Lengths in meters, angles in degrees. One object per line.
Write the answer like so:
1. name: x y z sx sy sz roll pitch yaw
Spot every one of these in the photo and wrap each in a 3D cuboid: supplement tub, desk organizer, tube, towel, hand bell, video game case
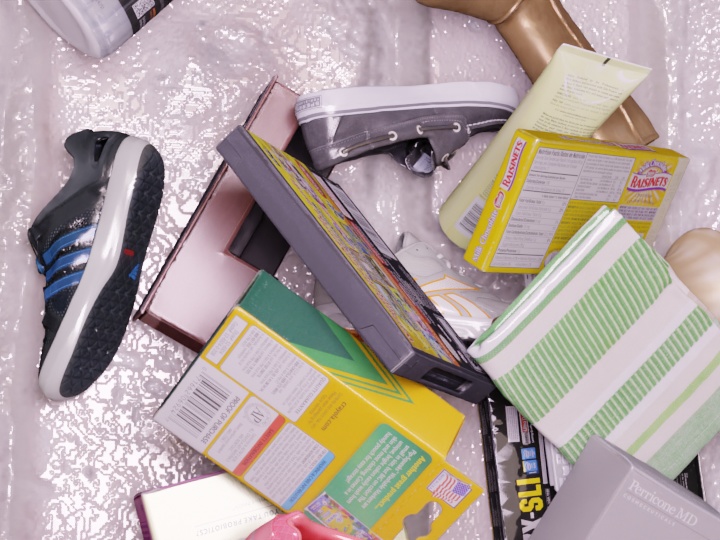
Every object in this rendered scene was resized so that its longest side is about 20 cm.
1. supplement tub: -0.158 -0.261 1.377 0.200 0.123 0.123 -43 91 -13
2. desk organizer: -0.083 -0.034 1.385 0.077 0.072 0.200 30 78 -7
3. tube: 0.127 -0.091 1.370 0.052 0.200 0.058 46 44 9
4. towel: 0.185 0.067 1.341 0.153 0.023 0.200 -46 118 0
5. hand bell: 0.179 0.031 1.373 0.199 0.104 0.104 -8 83 -31
6. video game case: 0.000 0.000 1.278 0.025 0.181 0.200 -41 69 9

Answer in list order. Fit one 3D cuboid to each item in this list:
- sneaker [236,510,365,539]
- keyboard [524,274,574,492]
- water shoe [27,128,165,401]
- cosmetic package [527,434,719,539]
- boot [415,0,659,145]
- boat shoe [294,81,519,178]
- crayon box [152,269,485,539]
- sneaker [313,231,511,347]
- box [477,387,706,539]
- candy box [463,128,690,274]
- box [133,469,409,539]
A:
1. sneaker: 0.005 0.226 1.236 0.200 0.087 0.074 32 37 -15
2. keyboard: 0.148 0.063 1.382 0.056 0.011 0.201 4 75 -41
3. water shoe: -0.205 -0.005 1.372 0.079 0.072 0.201 15 80 21
4. cosmetic package: 0.165 0.230 1.322 0.107 0.090 0.200 29 96 -17
5. boot: 0.133 -0.160 1.407 0.175 0.066 0.200 -28 86 -53
6. boat shoe: 0.041 -0.101 1.391 0.200 0.070 0.066 -5 84 -42
7. crayon box: -0.022 0.107 1.250 0.200 0.126 0.052 36 37 -3
8. sneaker: 0.060 0.017 1.404 0.199 0.076 0.092 6 71 -14
9. box: 0.177 0.178 1.412 0.159 0.049 0.201 -6 83 -8
10. candy box: 0.160 -0.046 1.363 0.200 0.026 0.102 3 113 -49
11. box: -0.051 0.233 1.340 0.175 0.097 0.201 -14 84 -12
